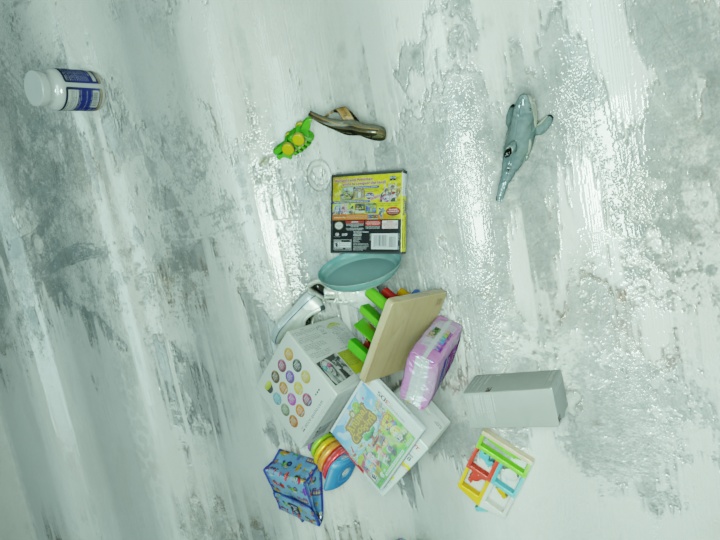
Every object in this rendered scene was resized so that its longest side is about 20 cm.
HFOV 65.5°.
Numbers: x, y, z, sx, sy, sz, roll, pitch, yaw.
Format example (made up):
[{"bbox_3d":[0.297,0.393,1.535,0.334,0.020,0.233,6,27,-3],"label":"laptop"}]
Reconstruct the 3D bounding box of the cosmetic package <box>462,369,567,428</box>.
[{"bbox_3d":[0.328,0.273,1.188,0.195,0.106,0.093,-15,95,31],"label":"cosmetic package"}]

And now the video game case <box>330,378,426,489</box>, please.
[{"bbox_3d":[0.034,0.360,1.265,0.182,0.022,0.203,42,119,23],"label":"video game case"}]

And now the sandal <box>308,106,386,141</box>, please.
[{"bbox_3d":[-0.026,-0.340,1.266,0.195,0.081,0.056,18,94,28],"label":"sandal"}]

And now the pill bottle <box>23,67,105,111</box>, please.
[{"bbox_3d":[-0.866,-0.531,1.646,0.112,0.199,0.120,8,106,28],"label":"pill bottle"}]

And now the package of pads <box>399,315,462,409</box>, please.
[{"bbox_3d":[0.154,0.196,1.218,0.074,0.199,0.124,22,116,17],"label":"package of pads"}]

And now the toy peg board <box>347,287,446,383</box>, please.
[{"bbox_3d":[0.072,0.121,1.262,0.097,0.196,0.205,36,119,35],"label":"toy peg board"}]

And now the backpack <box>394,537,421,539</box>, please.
[{"bbox_3d":[0.131,0.769,1.393,0.197,0.175,0.157,31,99,21],"label":"backpack"}]

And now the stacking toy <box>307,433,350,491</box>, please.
[{"bbox_3d":[-0.102,0.474,1.512,0.199,0.114,0.113,38,125,33],"label":"stacking toy"}]

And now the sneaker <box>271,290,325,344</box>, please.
[{"bbox_3d":[-0.166,0.140,1.469,0.071,0.072,0.201,49,121,14],"label":"sneaker"}]

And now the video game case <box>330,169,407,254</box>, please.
[{"bbox_3d":[0.017,-0.133,1.300,0.194,0.025,0.188,2,92,31],"label":"video game case"}]

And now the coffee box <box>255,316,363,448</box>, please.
[{"bbox_3d":[-0.101,0.266,1.376,0.198,0.197,0.202,46,121,22],"label":"coffee box"}]

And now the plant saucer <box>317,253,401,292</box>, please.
[{"bbox_3d":[0.000,0.000,1.265,0.194,0.200,0.028,1,118,30],"label":"plant saucer"}]

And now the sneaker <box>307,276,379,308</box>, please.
[{"bbox_3d":[-0.043,0.059,1.368,0.194,0.086,0.077,8,105,28],"label":"sneaker"}]

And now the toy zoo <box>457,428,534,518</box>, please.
[{"bbox_3d":[0.306,0.483,1.303,0.129,0.020,0.205,28,115,22],"label":"toy zoo"}]

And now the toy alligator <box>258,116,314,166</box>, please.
[{"bbox_3d":[-0.171,-0.302,1.377,0.054,0.061,0.198,35,128,-29],"label":"toy alligator"}]

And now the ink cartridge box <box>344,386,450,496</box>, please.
[{"bbox_3d":[0.088,0.395,1.338,0.145,0.143,0.202,44,119,15],"label":"ink cartridge box"}]

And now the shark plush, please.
[{"bbox_3d":[0.291,-0.241,1.094,0.090,0.083,0.204,34,117,18],"label":"shark plush"}]

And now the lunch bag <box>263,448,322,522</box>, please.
[{"bbox_3d":[-0.180,0.636,1.607,0.146,0.094,0.206,6,117,28],"label":"lunch bag"}]
